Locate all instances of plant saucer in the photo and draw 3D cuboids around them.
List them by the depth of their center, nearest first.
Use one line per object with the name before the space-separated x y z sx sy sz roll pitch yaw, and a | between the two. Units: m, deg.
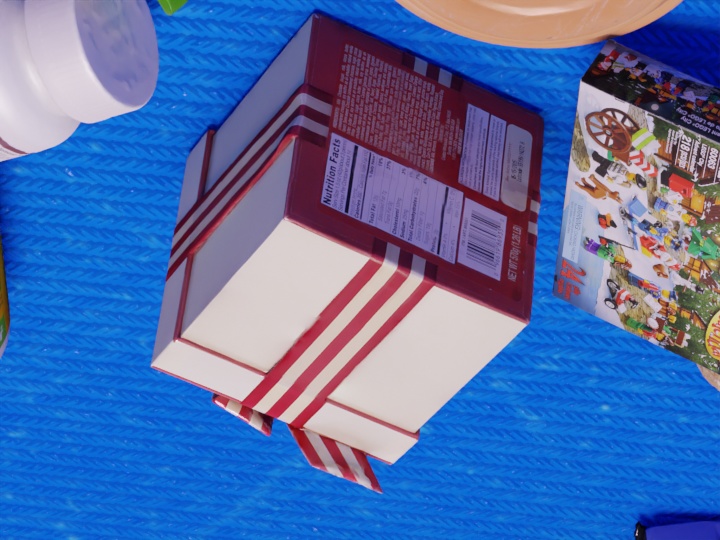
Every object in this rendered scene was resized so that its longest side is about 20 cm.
plant saucer | 0.091 -0.184 1.538 0.200 0.032 0.201 4 144 3

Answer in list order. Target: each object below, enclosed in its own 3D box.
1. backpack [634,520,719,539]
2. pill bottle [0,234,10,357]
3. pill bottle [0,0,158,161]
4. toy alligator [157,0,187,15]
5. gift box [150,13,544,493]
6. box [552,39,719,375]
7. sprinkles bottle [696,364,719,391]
backpack | 0.265 0.291 2.038 0.167 0.163 0.200 2 142 1
pill bottle | -0.273 0.011 1.790 0.111 0.111 0.200 5 143 2
pill bottle | -0.220 -0.111 1.619 0.199 0.110 0.110 -13 139 25
toy alligator | -0.139 -0.212 1.523 0.054 0.059 0.200 34 160 37
gift box | 0.000 0.000 1.673 0.200 0.185 0.187 28 137 -17
box | 0.183 -0.028 1.648 0.136 0.038 0.200 26 147 17
sprinkles bottle | 0.244 -0.003 1.723 0.068 0.068 0.200 6 144 1
